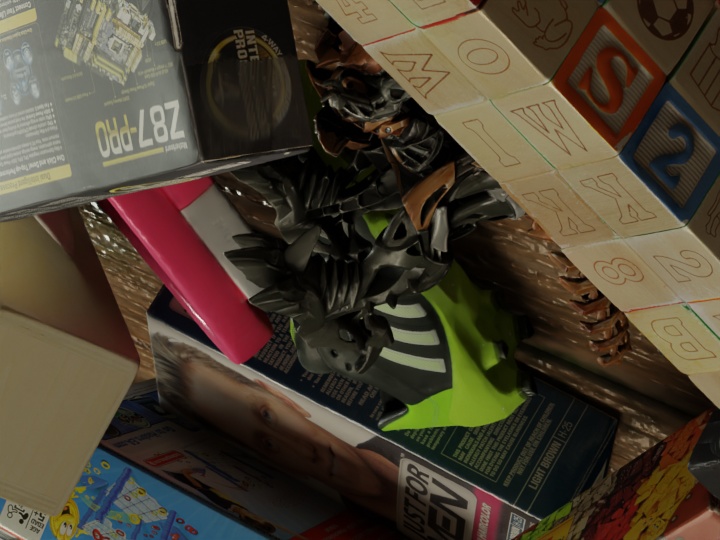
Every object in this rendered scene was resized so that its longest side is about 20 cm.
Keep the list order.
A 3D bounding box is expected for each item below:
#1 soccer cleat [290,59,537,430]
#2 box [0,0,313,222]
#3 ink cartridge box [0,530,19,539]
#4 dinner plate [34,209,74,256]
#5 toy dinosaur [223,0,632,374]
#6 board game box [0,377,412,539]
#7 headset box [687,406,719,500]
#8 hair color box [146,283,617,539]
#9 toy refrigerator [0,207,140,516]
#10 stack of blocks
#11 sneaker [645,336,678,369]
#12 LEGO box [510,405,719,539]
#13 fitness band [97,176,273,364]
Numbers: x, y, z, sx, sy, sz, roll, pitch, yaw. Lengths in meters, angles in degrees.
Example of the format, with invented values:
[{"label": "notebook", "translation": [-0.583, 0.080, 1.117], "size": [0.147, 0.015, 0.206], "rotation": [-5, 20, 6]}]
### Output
[{"label": "soccer cleat", "translation": [0.000, 0.000, 1.011], "size": [0.081, 0.068, 0.200], "rotation": [-16, 136, 19]}, {"label": "box", "translation": [-0.099, -0.103, 0.870], "size": [0.200, 0.049, 0.162], "rotation": [-11, 88, 55]}, {"label": "ink cartridge box", "translation": [-0.225, 0.077, 1.422], "size": [0.145, 0.084, 0.200], "rotation": [35, 157, -6]}, {"label": "dinner plate", "translation": [-0.170, -0.090, 1.046], "size": [0.200, 0.024, 0.200], "rotation": [51, 175, 6]}, {"label": "toy dinosaur", "translation": [0.026, -0.038, 0.877], "size": [0.200, 0.136, 0.102], "rotation": [54, -166, -6]}, {"label": "board game box", "translation": [-0.038, 0.120, 1.189], "size": [0.195, 0.056, 0.200], "rotation": [27, -170, 13]}, {"label": "headset box", "translation": [0.230, 0.071, 0.853], "size": [0.174, 0.093, 0.200], "rotation": [40, 155, -15]}, {"label": "hair color box", "translation": [0.008, 0.062, 1.144], "size": [0.199, 0.061, 0.100], "rotation": [27, 155, 13]}, {"label": "toy refrigerator", "translation": [-0.155, 0.015, 1.100], "size": [0.070, 0.076, 0.200], "rotation": [23, -164, -23]}, {"label": "stack of blocks", "translation": [0.091, -0.061, 0.746], "size": [0.200, 0.115, 0.058], "rotation": [44, 154, -21]}, {"label": "sneaker", "translation": [0.089, -0.067, 0.821], "size": [0.201, 0.078, 0.066], "rotation": [59, 165, -13]}, {"label": "LEGO box", "translation": [0.155, 0.159, 0.985], "size": [0.200, 0.077, 0.149], "rotation": [42, 128, -12]}, {"label": "fitness band", "translation": [-0.097, -0.045, 1.033], "size": [0.200, 0.037, 0.144], "rotation": [55, 171, -30]}]
